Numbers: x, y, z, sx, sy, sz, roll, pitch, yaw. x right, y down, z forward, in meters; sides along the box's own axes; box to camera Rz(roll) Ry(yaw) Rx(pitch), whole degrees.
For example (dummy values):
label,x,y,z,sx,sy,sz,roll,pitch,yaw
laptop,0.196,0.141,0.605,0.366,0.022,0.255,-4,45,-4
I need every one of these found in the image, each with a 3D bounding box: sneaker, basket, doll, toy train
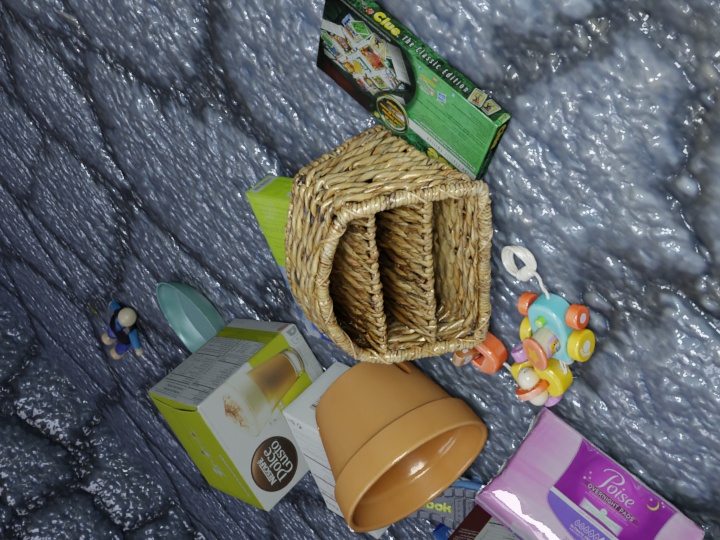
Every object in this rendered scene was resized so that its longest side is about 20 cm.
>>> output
label,x,y,z,sx,sy,sz,roll,pitch,yaw
sneaker,0.124,0.297,1.155,0.197,0.082,0.075,13,109,25
basket,0.024,-0.002,0.797,0.148,0.142,0.202,35,145,35
doll,-0.524,0.133,1.921,0.137,0.048,0.200,56,147,9
toy train,0.146,0.071,0.860,0.150,0.055,0.201,42,151,15

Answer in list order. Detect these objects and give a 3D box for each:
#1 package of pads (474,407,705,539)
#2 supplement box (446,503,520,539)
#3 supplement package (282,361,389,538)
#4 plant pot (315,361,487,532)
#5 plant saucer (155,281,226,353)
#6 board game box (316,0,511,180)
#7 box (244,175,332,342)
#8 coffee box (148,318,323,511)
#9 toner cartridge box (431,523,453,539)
label,x,y,z,sx,sy,sz,roll,pitch,yaw
package of pads,0.226,0.244,0.868,0.199,0.121,0.076,37,161,17
supplement box,0.202,0.362,0.970,0.199,0.199,0.132,56,151,-12
supplement package,-0.005,0.254,1.233,0.116,0.117,0.202,16,138,46
plant pot,0.035,0.197,1.051,0.141,0.198,0.202,52,156,31
plant saucer,-0.285,0.094,1.541,0.199,0.036,0.202,37,150,25
board game box,0.040,-0.162,0.773,0.200,0.023,0.105,43,150,14
box,-0.046,-0.007,0.985,0.121,0.048,0.202,14,135,47
coffee box,-0.171,0.215,1.343,0.199,0.197,0.202,0,125,55
toner cartridge box,0.195,0.421,1.218,0.200,0.043,0.095,46,153,9
